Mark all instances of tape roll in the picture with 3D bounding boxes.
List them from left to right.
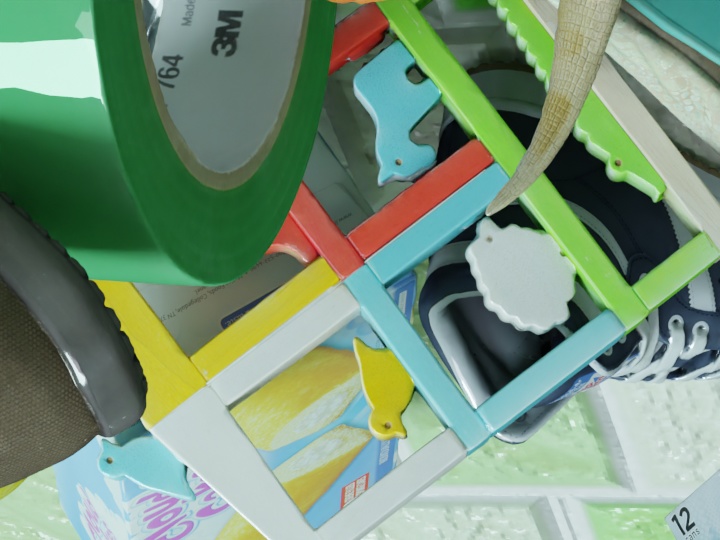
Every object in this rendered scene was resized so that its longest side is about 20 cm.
[{"bbox_3d":[-0.056,-0.098,0.712,0.048,0.201,0.201,3,141,17],"label":"tape roll"}]

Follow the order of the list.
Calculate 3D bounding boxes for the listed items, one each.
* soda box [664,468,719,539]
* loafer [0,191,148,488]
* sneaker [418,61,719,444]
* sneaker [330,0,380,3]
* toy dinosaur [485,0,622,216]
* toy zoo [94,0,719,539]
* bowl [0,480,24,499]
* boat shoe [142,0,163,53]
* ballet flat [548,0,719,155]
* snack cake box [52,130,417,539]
[{"bbox_3d":[0.184,0.054,0.848,0.068,0.064,0.200,-16,157,-37],"label":"soda box"},{"bbox_3d":[-0.140,-0.011,0.659,0.200,0.071,0.073,36,158,34],"label":"loafer"},{"bbox_3d":[0.107,0.019,0.878,0.199,0.109,0.070,26,142,-14],"label":"sneaker"},{"bbox_3d":[0.025,-0.144,0.658,0.075,0.078,0.201,34,118,11],"label":"sneaker"},{"bbox_3d":[0.075,-0.118,0.722,0.100,0.058,0.202,3,108,23],"label":"toy dinosaur"},{"bbox_3d":[0.000,0.000,0.804,0.132,0.199,0.020,53,175,7],"label":"toy zoo"},{"bbox_3d":[-0.212,0.051,1.032,0.198,0.108,0.201,9,142,7],"label":"bowl"},{"bbox_3d":[-0.072,-0.050,0.900,0.071,0.072,0.200,33,137,3],"label":"boat shoe"},{"bbox_3d":[0.121,-0.065,0.811,0.200,0.068,0.062,41,167,-26],"label":"ballet flat"},{"bbox_3d":[-0.049,0.045,0.920,0.067,0.115,0.200,54,165,19],"label":"snack cake box"}]
